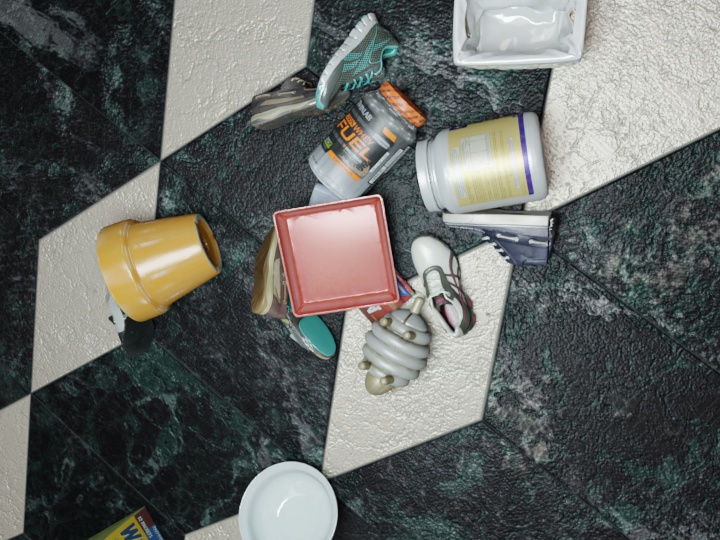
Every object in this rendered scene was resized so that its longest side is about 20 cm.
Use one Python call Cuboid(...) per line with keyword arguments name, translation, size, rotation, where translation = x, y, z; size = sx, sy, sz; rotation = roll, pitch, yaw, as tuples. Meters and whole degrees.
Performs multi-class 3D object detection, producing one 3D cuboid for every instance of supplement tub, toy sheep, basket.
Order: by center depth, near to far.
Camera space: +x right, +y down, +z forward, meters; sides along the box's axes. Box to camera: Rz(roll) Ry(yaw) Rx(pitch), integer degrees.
Cuboid(name="basket", translation=(0.258, -0.395, 1.030), size=(0.199, 0.123, 0.136), rotation=(4, 100, 17))
Cuboid(name="supplement tub", translation=(0.204, -0.174, 1.068), size=(0.199, 0.145, 0.146), rotation=(-8, 96, 18))
Cuboid(name="supplement tub", translation=(0.014, -0.227, 1.131), size=(0.123, 0.122, 0.200), rotation=(46, 108, 6))
Cuboid(name="toy sheep", translation=(0.066, 0.139, 1.167), size=(0.138, 0.138, 0.200), rotation=(32, 98, 10))

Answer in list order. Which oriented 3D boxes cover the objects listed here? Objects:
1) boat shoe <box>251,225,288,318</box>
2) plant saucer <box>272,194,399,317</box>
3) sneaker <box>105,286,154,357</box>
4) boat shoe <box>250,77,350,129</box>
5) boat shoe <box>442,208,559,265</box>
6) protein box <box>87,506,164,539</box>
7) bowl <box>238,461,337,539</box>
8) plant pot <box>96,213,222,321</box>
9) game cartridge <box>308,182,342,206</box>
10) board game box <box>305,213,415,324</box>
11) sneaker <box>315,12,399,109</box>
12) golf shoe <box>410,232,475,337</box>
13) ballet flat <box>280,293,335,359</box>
Cuboid(name="boat shoe", translation=(-0.157, 0.004, 1.212), size=(0.072, 0.200, 0.072), rotation=(22, 135, -25))
Cuboid(name="plant saucer", translation=(-0.042, -0.027, 1.160), size=(0.199, 0.037, 0.201), rotation=(-9, 104, 7))
Cuboid(name="sneaker", translation=(-0.501, 0.088, 1.371), size=(0.088, 0.074, 0.201), rotation=(22, 122, 43))
Cuboid(name="boat shoe", translation=(-0.118, -0.322, 1.183), size=(0.199, 0.074, 0.074), rotation=(-14, 89, 13))
Cuboid(name="boat shoe", translation=(0.241, -0.057, 1.114), size=(0.199, 0.075, 0.093), rotation=(5, 107, 23))
Cuboid(name="protein box", translation=(-0.564, 0.661, 1.404), size=(0.200, 0.199, 0.135), rotation=(-33, 88, 18))
Cuboid(name="bowl", translation=(-0.135, 0.492, 1.285), size=(0.200, 0.090, 0.202), rotation=(-4, 65, 10))
Cuboid(name="plant pot", translation=(-0.382, -0.024, 1.261), size=(0.183, 0.200, 0.201), rotation=(-20, 92, 3))
Cuboid(name="game cartridge", translation=(-0.053, -0.052, 1.225), size=(0.133, 0.040, 0.201), rotation=(20, 104, 9))
Cuboid(name="board game box", translation=(0.000, 0.000, 1.192), size=(0.103, 0.019, 0.200), rotation=(-40, 98, 14))
Cuboid(name="sneaker", translation=(-0.003, -0.354, 1.117), size=(0.091, 0.078, 0.200), rotation=(34, 80, -2))
Cuboid(name="golf shoe", translation=(0.147, 0.025, 1.148), size=(0.077, 0.088, 0.200), rotation=(-27, 88, 21))
Cuboid(name="ballet flat", translation=(-0.125, 0.097, 1.262), size=(0.072, 0.072, 0.200), rotation=(-39, 86, 19))
